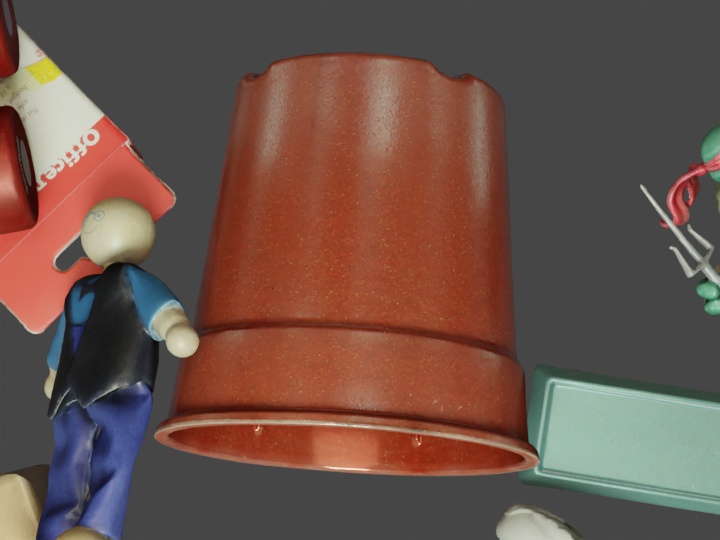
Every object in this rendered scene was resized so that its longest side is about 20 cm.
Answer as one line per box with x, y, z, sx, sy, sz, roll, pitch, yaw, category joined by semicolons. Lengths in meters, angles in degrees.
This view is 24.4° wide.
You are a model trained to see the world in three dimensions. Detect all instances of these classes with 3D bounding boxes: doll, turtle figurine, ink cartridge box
-0.128;0.054;0.845;0.048;0.136;0.200;23;58;-33;doll
0.253;-0.029;0.926;0.200;0.101;0.150;36;101;-13;turtle figurine
-0.207;-0.070;0.938;0.116;0.067;0.200;-44;87;-3;ink cartridge box

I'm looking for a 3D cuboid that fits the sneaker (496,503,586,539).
0.124;0.224;0.916;0.099;0.078;0.200;-35;86;0;sneaker

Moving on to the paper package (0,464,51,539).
-0.231;0.223;0.897;0.200;0.103;0.191;-23;87;-3;paper package

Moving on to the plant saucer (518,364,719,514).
0.194;0.103;0.954;0.200;0.019;0.070;9;86;-1;plant saucer

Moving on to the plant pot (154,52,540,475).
0.000;0.000;0.883;0.200;0.201;0.196;4;77;0;plant pot

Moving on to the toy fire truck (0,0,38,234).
-0.232;-0.094;0.820;0.112;0.168;0.200;-9;85;-4;toy fire truck
